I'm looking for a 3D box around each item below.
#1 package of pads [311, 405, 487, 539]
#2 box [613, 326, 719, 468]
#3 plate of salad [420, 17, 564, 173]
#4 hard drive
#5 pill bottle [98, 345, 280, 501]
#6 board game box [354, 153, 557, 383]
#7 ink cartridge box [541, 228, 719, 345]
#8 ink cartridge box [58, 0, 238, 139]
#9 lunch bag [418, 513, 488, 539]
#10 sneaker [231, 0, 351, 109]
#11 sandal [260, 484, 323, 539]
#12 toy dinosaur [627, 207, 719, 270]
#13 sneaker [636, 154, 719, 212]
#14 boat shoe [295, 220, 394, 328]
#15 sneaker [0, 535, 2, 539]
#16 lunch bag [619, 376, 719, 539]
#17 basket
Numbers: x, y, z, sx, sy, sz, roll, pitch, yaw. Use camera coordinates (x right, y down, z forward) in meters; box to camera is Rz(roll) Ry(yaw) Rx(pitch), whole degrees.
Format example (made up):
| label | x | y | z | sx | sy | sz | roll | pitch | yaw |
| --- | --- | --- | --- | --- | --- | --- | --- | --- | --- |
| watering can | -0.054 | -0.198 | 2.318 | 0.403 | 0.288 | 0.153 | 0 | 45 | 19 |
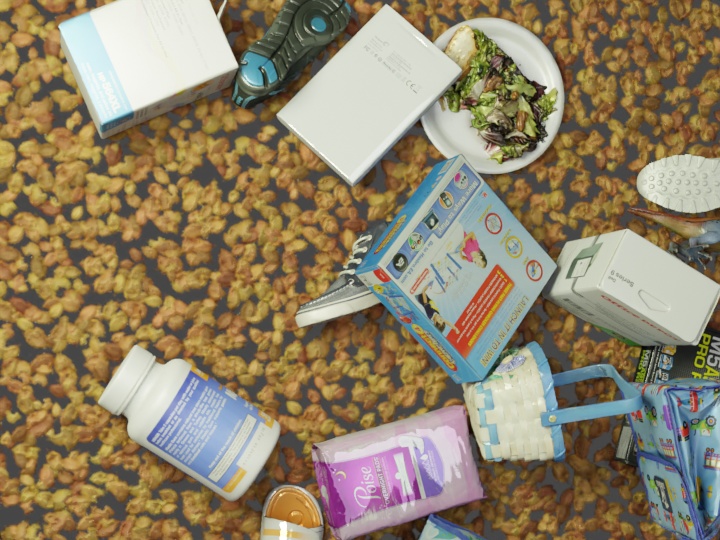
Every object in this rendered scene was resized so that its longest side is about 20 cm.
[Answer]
| label | x | y | z | sx | sy | sz | roll | pitch | yaw |
| --- | --- | --- | --- | --- | --- | --- | --- | --- | --- |
| package of pads | 0.047 | 0.247 | 1.637 | 0.199 | 0.076 | 0.121 | -14 | 88 | -12 |
| box | 0.432 | 0.173 | 1.734 | 0.159 | 0.044 | 0.201 | 17 | 84 | -9 |
| plate of salad | 0.169 | -0.224 | 1.696 | 0.198 | 0.048 | 0.202 | 1 | 87 | -12 |
| hard drive | 0.012 | -0.219 | 1.656 | 0.132 | 0.025 | 0.200 | 42 | 81 | 11 |
| pill bottle | -0.204 | 0.175 | 1.570 | 0.199 | 0.112 | 0.112 | 35 | 82 | -8 |
| board game box | 0.120 | -0.002 | 1.625 | 0.196 | 0.056 | 0.200 | 48 | 60 | -16 |
| ink cartridge box | 0.331 | 0.026 | 1.640 | 0.145 | 0.200 | 0.084 | 30 | 81 | -9 |
| ink cartridge box | -0.239 | -0.257 | 1.572 | 0.199 | 0.129 | 0.126 | -24 | 93 | -11 |
| lunch bag | 0.141 | 0.417 | 1.622 | 0.200 | 0.127 | 0.171 | 32 | 85 | -40 |
| sneaker | -0.091 | -0.276 | 1.637 | 0.073 | 0.082 | 0.200 | 45 | 61 | 1 |
| sandal | -0.083 | 0.367 | 1.613 | 0.079 | 0.059 | 0.208 | 5 | 87 | -11 |
| toy dinosaur | 0.485 | -0.055 | 1.738 | 0.181 | 0.105 | 0.201 | -31 | 81 | -31 |
| sneaker | 0.462 | -0.114 | 1.742 | 0.198 | 0.080 | 0.077 | -1 | 91 | 8 |
| boat shoe | 0.000 | 0.000 | 1.645 | 0.199 | 0.075 | 0.093 | -20 | 88 | -21 |
| sneaker | -0.441 | 0.331 | 1.523 | 0.079 | 0.096 | 0.201 | -24 | 92 | -11 |
| lunch bag | 0.393 | 0.235 | 1.624 | 0.093 | 0.151 | 0.202 | -4 | 88 | -11 |
| basket | 0.231 | 0.158 | 1.628 | 0.198 | 0.176 | 0.140 | -7 | 97 | -3 |
